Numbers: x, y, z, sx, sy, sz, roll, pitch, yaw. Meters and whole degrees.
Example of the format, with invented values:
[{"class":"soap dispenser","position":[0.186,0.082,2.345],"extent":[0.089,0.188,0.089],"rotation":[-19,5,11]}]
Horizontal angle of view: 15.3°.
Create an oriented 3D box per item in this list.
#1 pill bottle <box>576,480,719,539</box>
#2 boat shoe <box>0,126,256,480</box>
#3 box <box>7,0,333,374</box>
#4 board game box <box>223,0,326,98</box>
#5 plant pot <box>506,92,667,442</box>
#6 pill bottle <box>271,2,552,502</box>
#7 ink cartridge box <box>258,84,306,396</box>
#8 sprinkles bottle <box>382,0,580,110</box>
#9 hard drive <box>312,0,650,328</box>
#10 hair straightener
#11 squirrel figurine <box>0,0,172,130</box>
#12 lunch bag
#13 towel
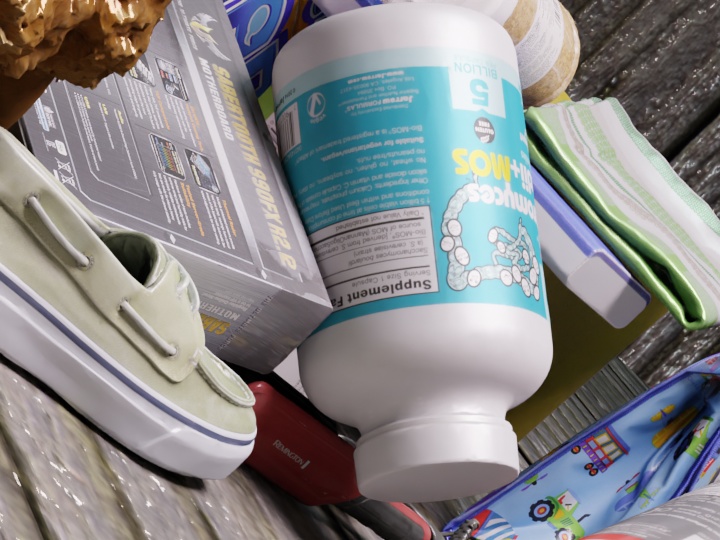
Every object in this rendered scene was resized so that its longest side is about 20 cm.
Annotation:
[{"class":"pill bottle","position":[0.161,0.156,1.196],"extent":[0.116,0.116,0.199],"rotation":[47,34,22]},{"class":"boat shoe","position":[-0.092,0.017,0.996],"extent":[0.200,0.062,0.072],"rotation":[39,8,-48]},{"class":"box","position":[-0.106,-0.064,1.122],"extent":[0.158,0.048,0.201],"rotation":[22,36,-42]},{"class":"board game box","position":[-0.098,-0.201,1.352],"extent":[0.200,0.200,0.200],"rotation":[42,-31,20]},{"class":"plant pot","position":[0.040,-0.030,1.524],"extent":[0.200,0.200,0.176],"rotation":[54,10,33]},{"class":"pill bottle","position":[0.023,-0.005,1.159],"extent":[0.111,0.110,0.201],"rotation":[33,48,-64]},{"class":"ink cartridge box","position":[0.000,0.000,1.341],"extent":[0.200,0.148,0.076],"rotation":[39,8,-46]},{"class":"sprinkles bottle","position":[0.061,-0.129,1.331],"extent":[0.068,0.068,0.200],"rotation":[47,5,15]},{"class":"hard drive","position":[0.061,-0.061,1.343],"extent":[0.200,0.025,0.132],"rotation":[49,6,20]},{"class":"hair straightener","position":[-0.013,0.079,1.213],"extent":[0.200,0.041,0.077],"rotation":[32,13,-44]},{"class":"squirrel figurine","position":[-0.170,-0.129,0.947],"extent":[0.199,0.142,0.186],"rotation":[15,-10,44]},{"class":"lunch bag","position":[0.157,0.106,1.458],"extent":[0.094,0.200,0.151],"rotation":[46,6,14]},{"class":"towel","position":[0.150,-0.035,1.408],"extent":[0.149,0.031,0.200],"rotation":[47,14,8]}]
